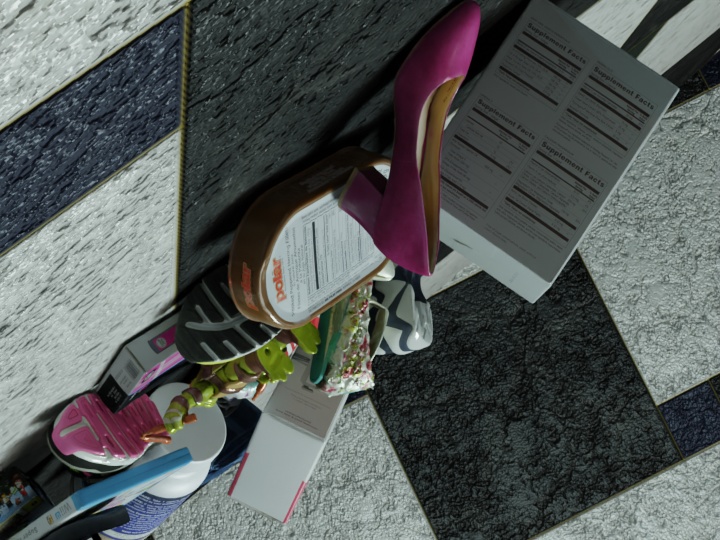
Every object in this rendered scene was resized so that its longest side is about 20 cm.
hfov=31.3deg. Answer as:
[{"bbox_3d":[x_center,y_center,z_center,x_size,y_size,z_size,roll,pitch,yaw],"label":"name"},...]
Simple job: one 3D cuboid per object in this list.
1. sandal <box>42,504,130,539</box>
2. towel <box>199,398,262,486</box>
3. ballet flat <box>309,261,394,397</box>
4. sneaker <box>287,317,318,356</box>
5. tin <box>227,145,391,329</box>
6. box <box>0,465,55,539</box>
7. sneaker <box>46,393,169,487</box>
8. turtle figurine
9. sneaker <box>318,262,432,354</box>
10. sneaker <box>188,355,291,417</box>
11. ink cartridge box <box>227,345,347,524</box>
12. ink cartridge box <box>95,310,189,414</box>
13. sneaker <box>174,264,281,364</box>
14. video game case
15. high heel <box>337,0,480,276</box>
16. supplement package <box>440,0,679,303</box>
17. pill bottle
[{"bbox_3d":[-0.285,0.273,1.212,0.199,0.043,0.076,-33,170,27],"label":"sandal"},{"bbox_3d":[-0.187,0.194,1.576,0.049,0.111,0.200,-57,168,21],"label":"towel"},{"bbox_3d":[-0.002,0.020,1.206,0.076,0.063,0.203,-178,-82,-71],"label":"ballet flat"},{"bbox_3d":[-0.056,0.040,1.419,0.116,0.078,0.200,-46,159,11],"label":"sneaker"},{"bbox_3d":[-0.029,-0.028,1.044,0.199,0.041,0.113,-35,128,-44],"label":"tin"},{"bbox_3d":[-0.373,0.258,1.267,0.136,0.038,0.200,-38,173,-15],"label":"box"},{"bbox_3d":[-0.248,0.165,1.199,0.087,0.074,0.200,-38,173,8],"label":"sneaker"},{"bbox_3d":[-0.111,0.090,1.206,0.161,0.065,0.199,-31,174,40],"label":"turtle figurine"},{"bbox_3d":[0.000,0.000,1.295,0.128,0.202,0.080,-15,152,18],"label":"sneaker"},{"bbox_3d":[-0.162,0.136,1.473,0.140,0.078,0.200,-43,173,18],"label":"sneaker"},{"bbox_3d":[-0.073,0.179,1.545,0.201,0.082,0.148,-63,177,-57],"label":"ink cartridge box"},{"bbox_3d":[-0.150,0.054,1.192,0.199,0.037,0.095,-38,174,-39],"label":"ink cartridge box"},{"bbox_3d":[-0.079,0.015,1.139,0.199,0.078,0.090,-39,176,-13],"label":"sneaker"},{"bbox_3d":[-0.268,0.234,1.242,0.199,0.018,0.142,-36,168,37],"label":"video game case"},{"bbox_3d":[0.059,-0.096,0.963,0.067,0.096,0.201,-11,136,-60],"label":"high heel"},{"bbox_3d":[0.154,-0.102,1.142,0.201,0.150,0.152,-56,175,-5],"label":"supplement package"},{"bbox_3d":[-0.232,0.211,1.405,0.115,0.116,0.200,-32,171,-48],"label":"pill bottle"}]
